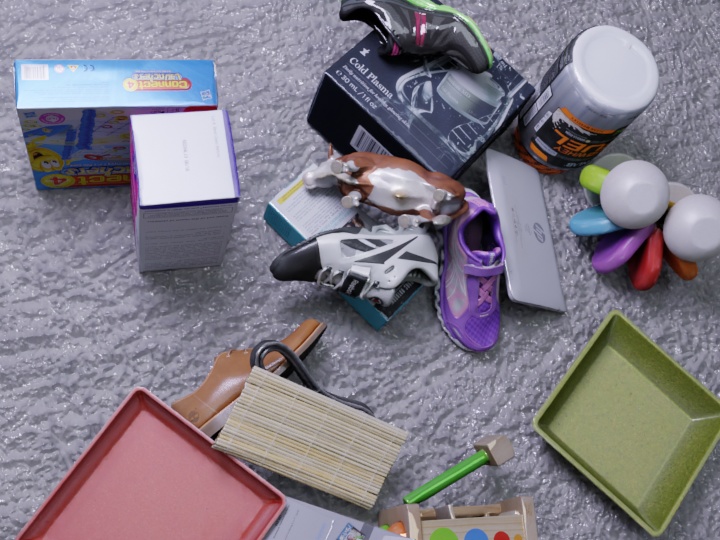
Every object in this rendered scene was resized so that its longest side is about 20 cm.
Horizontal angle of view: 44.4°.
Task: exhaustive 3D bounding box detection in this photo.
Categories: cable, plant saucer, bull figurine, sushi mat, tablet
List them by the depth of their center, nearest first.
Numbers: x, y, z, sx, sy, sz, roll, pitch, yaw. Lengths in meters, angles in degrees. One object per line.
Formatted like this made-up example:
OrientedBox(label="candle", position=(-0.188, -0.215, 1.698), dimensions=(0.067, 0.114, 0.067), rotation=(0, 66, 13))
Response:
OrientedBox(label="plant saucer", position=(-0.212, 0.257, 0.905), dimensions=(0.200, 0.037, 0.200), rotation=(37, 77, 0))
OrientedBox(label="sushi mat", position=(-0.048, 0.180, 0.933), dimensions=(0.199, 0.012, 0.096), rotation=(27, 87, -21))
OrientedBox(label="cable", position=(-0.039, 0.148, 0.955), dimensions=(0.097, 0.050, 0.201), rotation=(-36, 118, -17))
OrientedBox(label="bull figurine", position=(0.024, -0.095, 0.994), dimensions=(0.199, 0.121, 0.066), rotation=(12, 107, 10))
OrientedBox(label="plant saucer", position=(0.325, 0.186, 1.079), dimensions=(0.200, 0.048, 0.200), rotation=(42, 66, 2))
OrientedBox(label="tablet", position=(0.211, -0.049, 1.117), dimensions=(0.130, 0.014, 0.201), rotation=(13, 64, -46))

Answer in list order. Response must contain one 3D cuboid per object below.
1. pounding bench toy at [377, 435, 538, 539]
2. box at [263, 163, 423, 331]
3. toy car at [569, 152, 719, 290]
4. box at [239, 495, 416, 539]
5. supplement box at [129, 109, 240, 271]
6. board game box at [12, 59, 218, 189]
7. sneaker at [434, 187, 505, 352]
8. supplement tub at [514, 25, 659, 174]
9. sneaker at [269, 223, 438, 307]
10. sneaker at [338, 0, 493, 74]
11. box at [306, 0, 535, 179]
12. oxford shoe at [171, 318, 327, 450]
OrientedBox(label="pounding bench toy", position=(0.092, 0.277, 0.944), dimensions=(0.155, 0.124, 0.201), rotation=(1, 71, -14))
OrientedBox(label="box", position=(-0.018, -0.028, 1.065), dimensions=(0.200, 0.049, 0.082), rotation=(45, 66, 4))
OrientedBox(label="toy car", position=(0.358, -0.055, 1.131), dimensions=(0.199, 0.175, 0.151), rotation=(27, 103, -4))
OrientedBox(label="box", position=(-0.049, 0.316, 0.871), dimensions=(0.199, 0.041, 0.156), rotation=(7, 60, 36))
OrientedBox(label="supplement box", position=(-0.195, -0.080, 0.956), dimensions=(0.103, 0.200, 0.102), rotation=(-6, 72, -15))
OrientedBox(label="board game box", position=(-0.264, -0.156, 0.967), dimensions=(0.199, 0.196, 0.056), rotation=(-4, 72, -15))
OrientedBox(label="sneaker", position=(0.138, 0.002, 1.051), dimensions=(0.080, 0.088, 0.201), rotation=(-9, 98, -22))
OrientedBox(label="supplement tub", position=(0.278, -0.208, 1.124), dimensions=(0.122, 0.200, 0.123), rotation=(4, 70, -12))
OrientedBox(label="sneaker", position=(0.000, 0.000, 0.991), dimensions=(0.199, 0.074, 0.089), rotation=(-10, 71, -18))
OrientedBox(label="sneaker", position=(0.063, -0.280, 1.042), dimensions=(0.199, 0.077, 0.084), rotation=(28, 83, 1))
OrientedBox(label="box", position=(0.075, -0.209, 1.116), dimensions=(0.200, 0.124, 0.197), rotation=(43, 65, 3))
OrientedBox(label="oxford shoe", position=(-0.122, 0.108, 0.981), dimensions=(0.200, 0.071, 0.071), rotation=(-37, 78, -22))
